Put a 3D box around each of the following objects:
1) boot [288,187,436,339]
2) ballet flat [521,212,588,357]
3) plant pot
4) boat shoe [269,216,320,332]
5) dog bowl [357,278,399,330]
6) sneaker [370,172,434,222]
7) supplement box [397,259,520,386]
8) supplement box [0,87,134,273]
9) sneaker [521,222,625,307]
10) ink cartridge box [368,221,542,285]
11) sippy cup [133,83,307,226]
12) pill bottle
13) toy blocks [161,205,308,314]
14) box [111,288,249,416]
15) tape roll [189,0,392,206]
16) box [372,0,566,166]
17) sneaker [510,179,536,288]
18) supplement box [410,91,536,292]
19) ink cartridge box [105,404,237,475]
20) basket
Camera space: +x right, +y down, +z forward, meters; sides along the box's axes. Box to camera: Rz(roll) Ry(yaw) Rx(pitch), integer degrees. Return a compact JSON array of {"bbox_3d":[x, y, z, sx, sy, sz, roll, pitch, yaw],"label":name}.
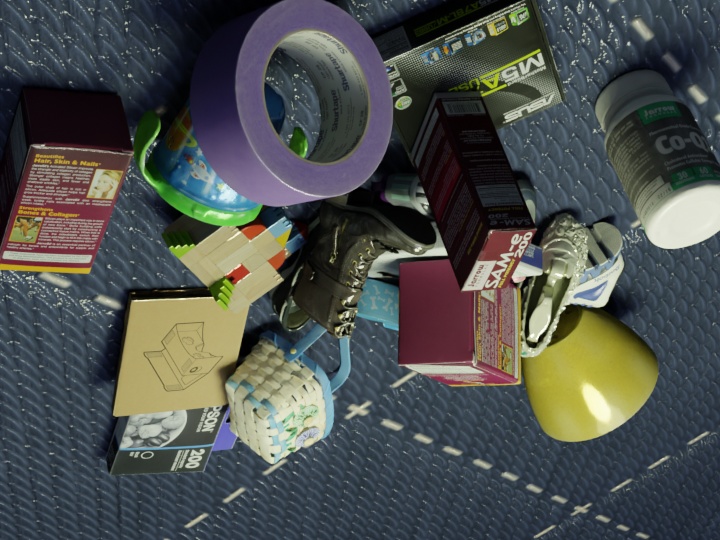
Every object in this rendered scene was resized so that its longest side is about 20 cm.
[{"bbox_3d":[0.000,0.000,1.677,0.069,0.199,0.176,0,111,-42],"label":"boot"},{"bbox_3d":[0.255,0.024,1.877,0.071,0.072,0.202,15,95,-39],"label":"ballet flat"},{"bbox_3d":[0.312,0.125,2.051,0.199,0.201,0.142,-29,118,14],"label":"plant pot"},{"bbox_3d":[-0.051,0.000,1.794,0.075,0.061,0.201,3,139,-29],"label":"boat shoe"},{"bbox_3d":[0.046,0.050,1.877,0.199,0.050,0.111,17,174,-41],"label":"dog bowl"},{"bbox_3d":[0.089,-0.089,1.760,0.087,0.075,0.200,10,172,28],"label":"sneaker"},{"bbox_3d":[0.127,0.070,1.766,0.102,0.132,0.200,-3,167,22],"label":"supplement box"},{"bbox_3d":[-0.325,-0.093,1.517,0.109,0.086,0.201,2,140,-27],"label":"supplement box"},{"bbox_3d":[0.290,0.024,1.972,0.198,0.081,0.115,-29,142,11],"label":"sneaker"},{"bbox_3d":[0.096,-0.019,1.766,0.199,0.041,0.199,-8,165,34],"label":"ink cartridge box"},{"bbox_3d":[-0.145,-0.140,1.514,0.131,0.139,0.178,-60,171,31],"label":"sippy cup"},{"bbox_3d":[0.358,-0.136,1.685,0.112,0.201,0.114,-13,145,-9],"label":"pill bottle"},{"bbox_3d":[-0.138,-0.036,1.693,0.136,0.100,0.200,-36,144,3],"label":"toy blocks"},{"bbox_3d":[-0.235,0.106,1.849,0.162,0.021,0.201,-3,129,-24],"label":"box"},{"bbox_3d":[-0.068,-0.169,1.429,0.199,0.202,0.085,12,168,-37],"label":"tape roll"},{"bbox_3d":[0.118,-0.221,1.591,0.198,0.048,0.194,-23,144,6],"label":"box"},{"bbox_3d":[0.202,-0.033,1.851,0.069,0.083,0.201,-10,144,-8],"label":"sneaker"},{"bbox_3d":[0.121,-0.089,1.559,0.060,0.201,0.109,-4,145,-20],"label":"supplement box"},{"bbox_3d":[-0.247,0.219,2.011,0.198,0.044,0.199,-2,140,-25],"label":"ink cartridge box"},{"bbox_3d":[-0.085,0.156,1.937,0.200,0.139,0.177,-45,154,-27],"label":"basket"}]
